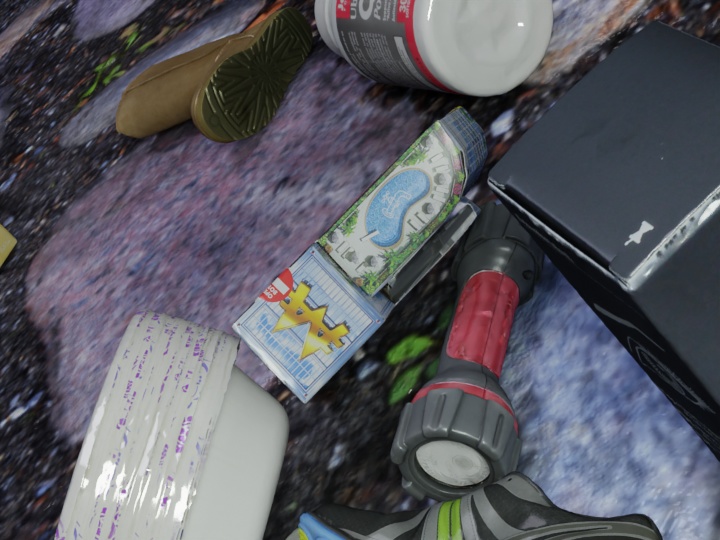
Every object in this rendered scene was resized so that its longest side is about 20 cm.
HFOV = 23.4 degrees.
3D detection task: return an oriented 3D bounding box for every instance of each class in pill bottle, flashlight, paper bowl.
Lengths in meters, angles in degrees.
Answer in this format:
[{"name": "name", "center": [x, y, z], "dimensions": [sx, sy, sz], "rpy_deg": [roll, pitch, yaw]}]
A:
[{"name": "pill bottle", "center": [0.045, -0.190, 1.282], "dimensions": [0.111, 0.111, 0.200], "rpy_deg": [-48, 27, -12]}, {"name": "flashlight", "center": [0.068, 0.039, 0.963], "dimensions": [0.067, 0.068, 0.201], "rpy_deg": [-7, 40, 24]}, {"name": "paper bowl", "center": [-0.103, 0.130, 0.961], "dimensions": [0.201, 0.104, 0.202], "rpy_deg": [-165, 90, -88]}]

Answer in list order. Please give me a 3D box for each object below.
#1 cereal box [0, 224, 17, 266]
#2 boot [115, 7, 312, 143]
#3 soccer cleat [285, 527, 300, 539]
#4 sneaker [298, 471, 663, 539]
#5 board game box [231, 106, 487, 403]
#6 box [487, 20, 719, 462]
[{"name": "cereal box", "center": [-0.434, 0.031, 1.688], "dimensions": [0.199, 0.040, 0.144], "rpy_deg": [-15, 37, 42]}, {"name": "boot", "center": [-0.150, -0.151, 1.551], "dimensions": [0.199, 0.066, 0.175], "rpy_deg": [-15, 25, 42]}, {"name": "soccer cleat", "center": [-0.042, 0.190, 0.865], "dimensions": [0.068, 0.085, 0.201], "rpy_deg": [-28, 30, 27]}, {"name": "sneaker", "center": [0.056, 0.139, 0.825], "dimensions": [0.198, 0.071, 0.083], "rpy_deg": [-1, 36, 38]}, {"name": "board game box", "center": [0.000, 0.000, 1.008], "dimensions": [0.200, 0.062, 0.200], "rpy_deg": [-45, 1, 12]}, {"name": "box", "center": [0.167, 0.014, 0.712], "dimensions": [0.104, 0.200, 0.148], "rpy_deg": [-42, 26, 0]}]
